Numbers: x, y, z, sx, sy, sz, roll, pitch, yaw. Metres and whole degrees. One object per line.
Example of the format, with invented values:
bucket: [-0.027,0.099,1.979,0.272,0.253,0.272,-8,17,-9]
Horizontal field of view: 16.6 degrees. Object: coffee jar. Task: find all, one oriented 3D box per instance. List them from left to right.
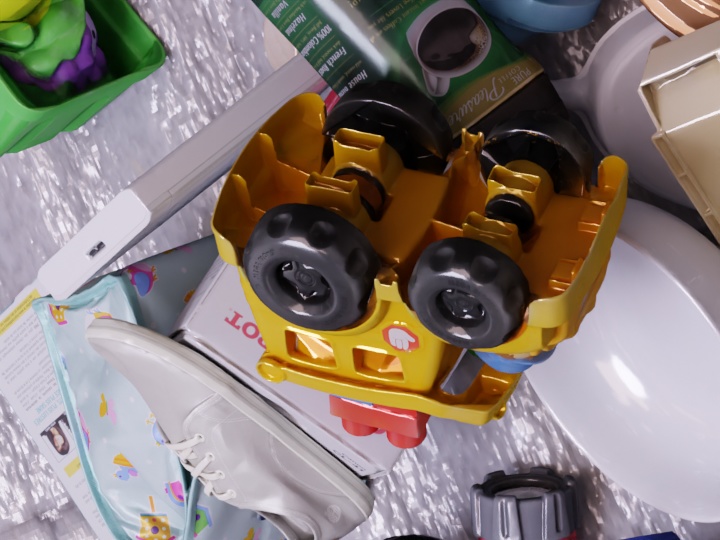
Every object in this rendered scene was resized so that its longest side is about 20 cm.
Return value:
coffee jar: [0.023,-0.127,1.382,0.200,0.104,0.085,53,151,1]

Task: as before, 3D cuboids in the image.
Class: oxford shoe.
oxford shoe: [-0.079,0.097,1.411,0.200,0.075,0.058,40,75,-16]

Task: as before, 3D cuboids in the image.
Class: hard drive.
hard drive: [-0.094,-0.065,1.465,0.026,0.200,0.132,51,142,-2]

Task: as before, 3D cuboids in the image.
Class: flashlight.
flashlight: [0.105,0.225,1.519,0.068,0.068,0.201,-5,103,-8]

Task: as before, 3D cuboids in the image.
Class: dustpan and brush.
dustpan and brush: [0.153,-0.099,1.422,0.199,0.057,0.140,0,107,4]

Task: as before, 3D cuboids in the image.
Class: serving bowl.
serving bowl: [0.167,0.038,1.369,0.200,0.066,0.200,39,149,28]

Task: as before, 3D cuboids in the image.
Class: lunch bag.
lunch bag: [-0.088,0.082,1.534,0.122,0.170,0.201,-18,91,45]

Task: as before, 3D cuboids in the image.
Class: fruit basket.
fruit basket: [-0.225,-0.194,1.574,0.215,0.155,0.216,18,120,35]

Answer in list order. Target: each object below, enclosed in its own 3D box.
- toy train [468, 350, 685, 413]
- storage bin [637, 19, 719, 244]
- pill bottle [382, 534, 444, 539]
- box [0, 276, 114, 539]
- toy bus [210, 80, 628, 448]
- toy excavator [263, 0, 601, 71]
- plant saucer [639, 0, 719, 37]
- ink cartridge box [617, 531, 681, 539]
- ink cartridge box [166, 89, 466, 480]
toy train: [0.127,0.038,1.486,0.199,0.042,0.057,16,96,26]
storage bin: [0.278,-0.073,1.301,0.200,0.094,0.199,-22,116,31]
pill bottle: [0.007,0.254,1.522,0.112,0.112,0.200,49,142,13]
box: [-0.172,0.102,1.659,0.082,0.049,0.200,-41,78,29]
toy bus: [0.038,0.018,1.309,0.199,0.136,0.192,11,133,21]
toy excavator: [0.043,-0.165,1.473,0.194,0.100,0.200,35,122,21]
plant saucer: [0.230,-0.212,1.351,0.200,0.032,0.201,0,88,13]
ink cartridge box: [0.113,0.238,1.429,0.044,0.094,0.200,50,119,28]
ink cartridge box: [0.000,0.000,1.442,0.147,0.086,0.200,36,76,-7]
